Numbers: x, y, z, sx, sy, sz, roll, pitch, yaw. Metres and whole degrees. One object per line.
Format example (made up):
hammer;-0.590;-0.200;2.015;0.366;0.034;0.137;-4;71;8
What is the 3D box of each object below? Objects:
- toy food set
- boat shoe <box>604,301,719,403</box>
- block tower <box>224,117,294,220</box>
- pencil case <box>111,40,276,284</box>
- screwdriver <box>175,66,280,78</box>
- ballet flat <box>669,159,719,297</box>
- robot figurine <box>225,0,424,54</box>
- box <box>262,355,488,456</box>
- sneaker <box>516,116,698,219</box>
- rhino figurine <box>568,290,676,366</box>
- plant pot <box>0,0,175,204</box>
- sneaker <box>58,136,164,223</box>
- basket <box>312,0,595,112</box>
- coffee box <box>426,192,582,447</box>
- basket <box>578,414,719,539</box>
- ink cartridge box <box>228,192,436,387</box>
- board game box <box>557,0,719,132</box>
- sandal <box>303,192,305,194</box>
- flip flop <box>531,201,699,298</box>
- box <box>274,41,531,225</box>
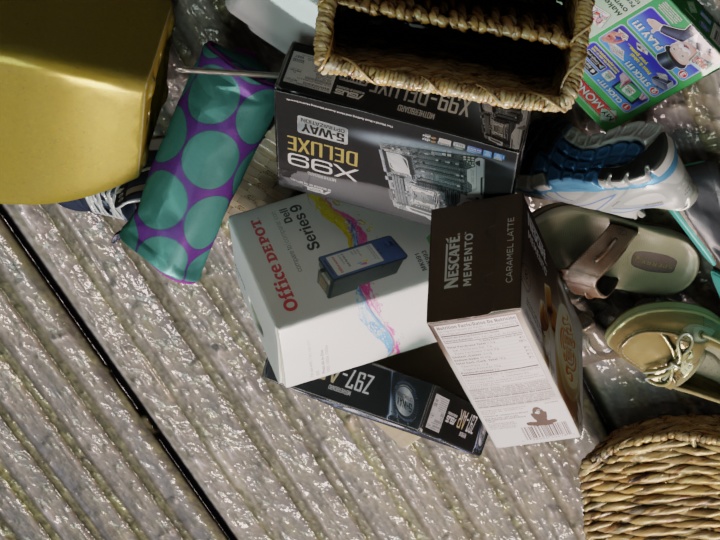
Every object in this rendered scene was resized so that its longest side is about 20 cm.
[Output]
toy food set;0.042;0.079;1.870;0.143;0.060;0.200;42;139;-6
boat shoe;0.305;0.084;1.704;0.200;0.063;0.073;21;127;-30
block tower;-0.070;-0.106;1.734;0.058;0.054;0.200;32;137;-8
pencil case;-0.138;-0.094;1.674;0.085;0.092;0.201;25;102;-5
screwdriver;-0.062;-0.167;1.622;0.199;0.029;0.028;6;157;-23
ballet flat;0.323;-0.014;1.645;0.073;0.073;0.200;-16;119;35
robot figurine;-0.029;-0.224;1.551;0.199;0.113;0.170;34;147;-12
box;0.019;0.114;1.752;0.159;0.044;0.200;17;174;21
sneaker;0.197;-0.075;1.605;0.087;0.075;0.199;40;162;-34
rhino figurine;0.218;0.051;1.758;0.199;0.060;0.087;-13;146;32
plant pot;-0.269;-0.173;1.662;0.199;0.195;0.196;12;137;-1
sneaker;-0.226;-0.066;1.801;0.199;0.109;0.070;-7;129;29
basket;0.073;-0.211;1.415;0.199;0.149;0.144;11;109;-1
coffee box;0.121;0.044;1.572;0.079;0.115;0.200;-9;143;17
basket;0.324;0.205;1.856;0.199;0.149;0.144;-5;98;28
ink cartridge box;0.000;0.000;1.675;0.199;0.146;0.088;-17;138;-9
board game box;0.182;-0.211;1.535;0.200;0.029;0.134;43;135;-20
sandal;-0.045;-0.030;1.777;0.200;0.081;0.055;-40;75;38
flip flop;0.208;-0.006;1.648;0.199;0.058;0.082;8;118;-24
box;0.031;-0.100;1.553;0.199;0.050;0.158;15;154;5
